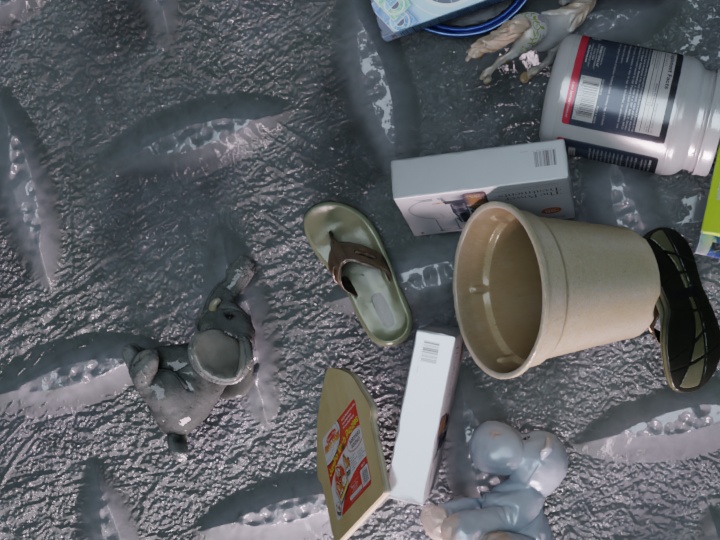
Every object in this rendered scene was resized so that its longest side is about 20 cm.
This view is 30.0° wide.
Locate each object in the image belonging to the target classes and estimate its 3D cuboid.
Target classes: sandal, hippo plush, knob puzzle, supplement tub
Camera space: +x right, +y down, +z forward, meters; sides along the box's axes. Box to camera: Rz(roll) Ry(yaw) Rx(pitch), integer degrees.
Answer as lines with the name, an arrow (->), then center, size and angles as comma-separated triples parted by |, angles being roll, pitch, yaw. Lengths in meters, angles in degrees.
sandal -> 0.376, 0.049, 1.603 | 0.080, 0.057, 0.201 | -1, 72, -20
sandal -> 0.001, 0.000, 1.659 | 0.080, 0.057, 0.201 | -33, 86, 9
hippo plush -> 0.184, 0.266, 1.587 | 0.200, 0.159, 0.161 | 18, 95, 10
knob puzzle -> -0.009, 0.209, 1.629 | 0.030, 0.220, 0.220 | 0, 91, -22
supplement tub -> 0.318, -0.190, 1.564 | 0.200, 0.140, 0.141 | 13, 93, 9

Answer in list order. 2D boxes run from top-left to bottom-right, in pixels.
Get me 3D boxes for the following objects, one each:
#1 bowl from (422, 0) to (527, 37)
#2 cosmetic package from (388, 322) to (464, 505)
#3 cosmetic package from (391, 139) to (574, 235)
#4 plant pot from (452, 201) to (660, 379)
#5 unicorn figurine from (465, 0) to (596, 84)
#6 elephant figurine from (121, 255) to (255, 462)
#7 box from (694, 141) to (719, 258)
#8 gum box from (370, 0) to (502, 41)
bowl -> 0.124, -0.385, 1.647 | 0.200, 0.039, 0.201 | 0, 91, 10
cosmetic package -> 0.080, 0.167, 1.609 | 0.052, 0.151, 0.200 | 11, 93, 7
cosmetic package -> 0.147, -0.095, 1.583 | 0.200, 0.151, 0.052 | -7, 76, 11
plant pot -> 0.234, 0.018, 1.550 | 0.183, 0.200, 0.201 | -3, 90, -26
unicorn figurine -> 0.212, -0.285, 1.597 | 0.074, 0.200, 0.137 | 48, 125, 1
elephant figurine -> -0.184, 0.106, 1.675 | 0.200, 0.142, 0.155 | -28, 115, -6
box -> 0.448, -0.109, 1.551 | 0.048, 0.122, 0.200 | 14, 93, 34
gum box -> 0.096, -0.389, 1.610 | 0.200, 0.045, 0.170 | -18, 88, 9
